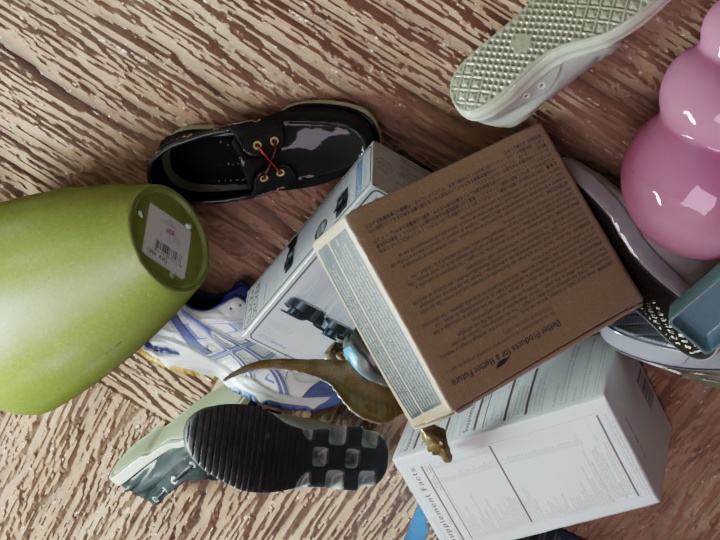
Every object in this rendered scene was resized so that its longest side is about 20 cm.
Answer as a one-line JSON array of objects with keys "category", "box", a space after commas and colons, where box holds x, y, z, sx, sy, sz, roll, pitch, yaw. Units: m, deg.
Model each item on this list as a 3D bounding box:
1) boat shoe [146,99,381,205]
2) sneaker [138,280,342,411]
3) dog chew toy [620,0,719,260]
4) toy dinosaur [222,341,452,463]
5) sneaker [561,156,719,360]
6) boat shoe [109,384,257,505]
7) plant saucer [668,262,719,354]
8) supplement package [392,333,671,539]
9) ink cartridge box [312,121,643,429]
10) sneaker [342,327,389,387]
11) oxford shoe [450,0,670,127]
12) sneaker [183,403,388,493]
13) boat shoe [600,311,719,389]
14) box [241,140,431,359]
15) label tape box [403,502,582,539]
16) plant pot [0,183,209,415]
[{"category": "boat shoe", "box": [-0.081, -0.093, 1.280, 0.200, 0.063, 0.074, -6, 115, 19]}, {"category": "sneaker", "box": [-0.098, 0.059, 1.367, 0.199, 0.075, 0.089, 17, 107, -2]}, {"category": "dog chew toy", "box": [0.266, -0.111, 1.125, 0.124, 0.125, 0.201, 18, 115, 7]}, {"category": "toy dinosaur", "box": [-0.004, 0.084, 1.252, 0.199, 0.101, 0.058, 24, 123, -8]}, {"category": "sneaker", "box": [0.227, -0.021, 1.227, 0.200, 0.085, 0.073, 47, 146, 12]}, {"category": "boat shoe", "box": [-0.153, 0.170, 1.447, 0.199, 0.075, 0.066, -34, 107, 31]}, {"category": "plant saucer", "box": [0.310, -0.019, 1.117, 0.200, 0.019, 0.070, -43, 137, 13]}, {"category": "supplement package", "box": [0.146, 0.146, 1.313, 0.199, 0.110, 0.114, -19, 112, 26]}, {"category": "ink cartridge box", "box": [0.089, 0.002, 1.169, 0.165, 0.199, 0.075, 62, 150, 4]}, {"category": "sneaker", "box": [0.075, 0.038, 1.244, 0.073, 0.199, 0.082, 53, 139, 33]}, {"category": "oxford shoe", "box": [0.157, -0.175, 1.161, 0.200, 0.075, 0.058, -36, 145, 23]}, {"category": "sneaker", "box": [-0.080, 0.159, 1.369, 0.199, 0.075, 0.088, 15, 172, -34]}, {"category": "boat shoe", "box": [0.291, 0.069, 1.247, 0.199, 0.072, 0.062, 9, 129, 11]}, {"category": "box", "box": [0.000, 0.000, 1.288, 0.116, 0.060, 0.200, 26, 126, -20]}, {"category": "label tape box", "box": [0.126, 0.280, 1.378, 0.199, 0.144, 0.063, 26, 126, 3]}, {"category": "plant pot", "box": [-0.228, 0.006, 1.297, 0.199, 0.187, 0.188, -21, 111, 33]}]
